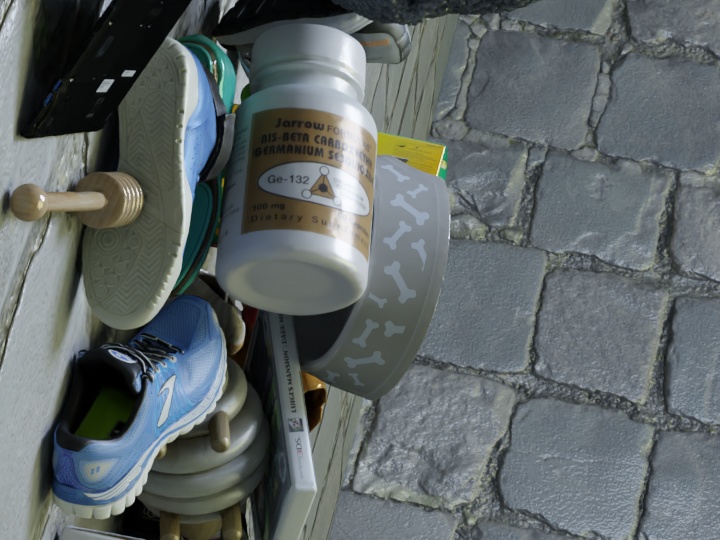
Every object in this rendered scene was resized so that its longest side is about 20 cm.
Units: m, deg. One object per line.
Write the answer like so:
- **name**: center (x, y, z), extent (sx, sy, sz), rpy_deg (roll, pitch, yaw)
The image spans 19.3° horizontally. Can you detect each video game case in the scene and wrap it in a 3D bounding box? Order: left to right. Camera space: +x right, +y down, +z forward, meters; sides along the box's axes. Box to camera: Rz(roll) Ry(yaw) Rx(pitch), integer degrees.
- **video game case**: center (-0.071, 0.135, 1.718), extent (0.200, 0.023, 0.182), rpy_deg (109, -25, -59)

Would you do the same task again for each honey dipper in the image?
- **honey dipper**: center (-0.180, -0.042, 1.325), extent (0.200, 0.038, 0.038), rpy_deg (-17, 118, -79)

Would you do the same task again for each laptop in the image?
- **laptop**: center (-0.164, -0.191, 1.301), extent (0.200, 0.103, 0.177), rpy_deg (-54, 177, 9)

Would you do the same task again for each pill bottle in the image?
- **pill bottle**: center (-0.045, -0.078, 1.599), extent (0.114, 0.114, 0.201), rpy_deg (89, 5, -65)

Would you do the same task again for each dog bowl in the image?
- **dog bowl**: center (0.000, 0.000, 1.674), extent (0.200, 0.058, 0.201), rpy_deg (-49, -147, 48)

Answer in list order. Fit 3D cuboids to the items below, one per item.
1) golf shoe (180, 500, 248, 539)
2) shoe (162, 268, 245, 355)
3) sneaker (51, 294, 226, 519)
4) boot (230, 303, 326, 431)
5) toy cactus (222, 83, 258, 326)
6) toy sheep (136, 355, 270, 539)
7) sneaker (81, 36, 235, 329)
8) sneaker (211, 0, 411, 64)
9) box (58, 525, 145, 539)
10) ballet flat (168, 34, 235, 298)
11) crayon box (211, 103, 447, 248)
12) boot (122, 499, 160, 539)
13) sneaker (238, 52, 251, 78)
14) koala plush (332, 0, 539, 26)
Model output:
- **golf shoe**: center (-0.114, 0.234, 1.745), extent (0.077, 0.088, 0.201), rpy_deg (14, 92, -58)
- **shoe**: center (-0.126, 0.031, 1.761), extent (0.053, 0.070, 0.200), rpy_deg (-56, 173, 4)
- **sneaker**: center (-0.155, 0.082, 1.508), extent (0.200, 0.078, 0.089), rpy_deg (-59, 156, -43)
- **boot**: center (-0.088, 0.095, 1.897), extent (0.201, 0.071, 0.144), rpy_deg (120, -46, -59)
- **toy cactus**: center (-0.051, -0.062, 1.787), extent (0.102, 0.164, 0.201), rpy_deg (178, -98, -71)
- **toy sheep**: center (-0.132, 0.128, 1.648), extent (0.138, 0.137, 0.201), rpy_deg (-71, 165, -54)
- **sneaker**: center (-0.137, -0.056, 1.478), extent (0.111, 0.076, 0.201), rpy_deg (19, 76, -75)
- **sneaker**: center (-0.042, -0.189, 1.697), extent (0.074, 0.200, 0.079), rpy_deg (-53, 127, -28)
- **box**: center (-0.178, 0.290, 1.597), extent (0.200, 0.109, 0.128), rpy_deg (88, 14, -64)
- **ballet flat**: center (-0.126, -0.075, 1.582), extent (0.070, 0.067, 0.201), rpy_deg (-17, 117, -72)
- **crayon box**: center (-0.032, -0.067, 1.875), extent (0.058, 0.199, 0.119), rpy_deg (89, 14, -64)
- **boot**: center (-0.142, 0.163, 1.848), extent (0.200, 0.076, 0.169), rpy_deg (23, 82, -78)
- **sneaker**: center (-0.066, -0.254, 1.891), extent (0.096, 0.079, 0.201), rpy_deg (116, -4, -75)
- **koala plush**: center (0.038, -0.297, 1.534), extent (0.178, 0.183, 0.201), rpy_deg (-86, 162, -56)
